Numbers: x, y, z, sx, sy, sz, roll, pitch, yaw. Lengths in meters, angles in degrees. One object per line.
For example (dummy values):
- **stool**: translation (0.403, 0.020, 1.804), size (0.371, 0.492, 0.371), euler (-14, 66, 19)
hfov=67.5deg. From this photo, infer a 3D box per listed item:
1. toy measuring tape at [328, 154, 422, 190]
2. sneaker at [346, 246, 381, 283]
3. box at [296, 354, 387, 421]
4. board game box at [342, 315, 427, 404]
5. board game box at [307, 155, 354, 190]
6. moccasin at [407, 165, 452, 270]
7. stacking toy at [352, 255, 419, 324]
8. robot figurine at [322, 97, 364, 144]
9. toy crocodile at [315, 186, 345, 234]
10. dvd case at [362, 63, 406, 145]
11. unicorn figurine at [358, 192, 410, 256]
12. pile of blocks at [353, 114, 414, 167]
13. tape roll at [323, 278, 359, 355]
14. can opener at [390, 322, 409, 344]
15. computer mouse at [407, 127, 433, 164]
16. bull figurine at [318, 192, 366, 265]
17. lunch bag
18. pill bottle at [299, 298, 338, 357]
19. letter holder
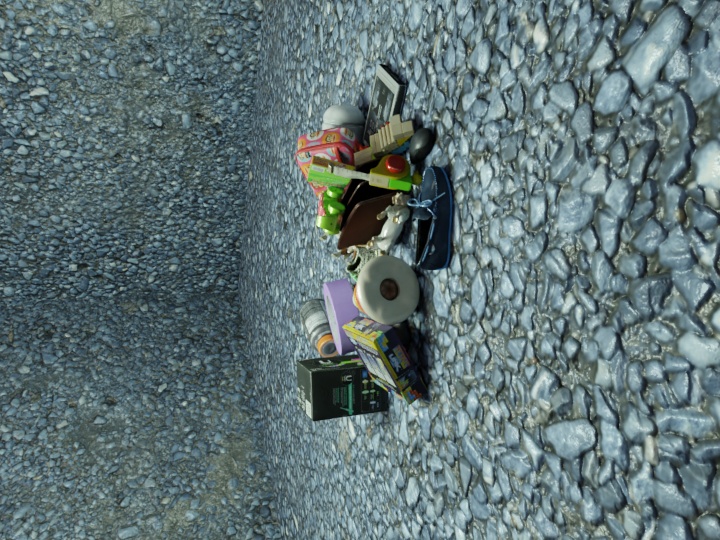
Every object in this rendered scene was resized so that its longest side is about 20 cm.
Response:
- **toy measuring tape**: translation (0.034, -0.216, 1.137), size (0.074, 0.198, 0.074), euler (12, -90, -87)
- **sneaker**: translation (0.000, 0.000, 1.370), size (0.077, 0.088, 0.201), euler (-111, 27, -42)
- **box**: translation (-0.049, 0.290, 1.363), size (0.148, 0.198, 0.126), euler (-174, 82, -69)
- **board game box**: translation (0.050, 0.192, 1.198), size (0.166, 0.056, 0.200), euler (62, 163, -13)
- **board game box**: translation (-0.073, -0.222, 1.249), size (0.200, 0.095, 0.030), euler (157, 126, -80)
- **moccasin**: translation (0.134, -0.101, 1.031), size (0.080, 0.068, 0.202), euler (165, 102, -69)
- **stacking toy**: translation (0.028, 0.055, 1.203), size (0.200, 0.145, 0.148), euler (155, 112, -64)
- **robot figurine**: translation (-0.047, -0.356, 1.439), size (0.170, 0.112, 0.202), euler (-52, -31, -67)
- **toy crocodile**: translation (-0.073, -0.142, 1.244), size (0.201, 0.061, 0.068), euler (-98, 21, -57)
- **dvd case**: translation (0.054, -0.370, 1.292), size (0.151, 0.025, 0.201), euler (-116, 32, -49)
- **unicorn figurine**: translation (0.058, -0.085, 1.199), size (0.074, 0.137, 0.200), euler (44, 114, 4)
- **pile of blocks**: translation (0.060, -0.289, 1.207), size (0.200, 0.082, 0.063), euler (-28, 64, 51)
- **tape roll**: translation (-0.048, 0.126, 1.477), size (0.200, 0.065, 0.202), euler (168, 90, -80)
- **can opener**: translation (0.070, 0.092, 1.268), size (0.067, 0.053, 0.201), euler (-35, 51, 27)
- **computer mouse**: translation (0.101, -0.245, 1.160), size (0.200, 0.034, 0.059), euler (137, 127, -64)
- **bull figurine**: translation (-0.050, -0.109, 1.384), size (0.065, 0.200, 0.122), euler (1, 50, 44)
- **lunch bag**: translation (-0.053, -0.265, 1.353), size (0.200, 0.175, 0.083), euler (59, -151, -53)
- **pill bottle**: translation (-0.120, 0.183, 1.684), size (0.200, 0.105, 0.107), euler (-121, 35, -53)
- **letter holder**: translation (0.000, -0.149, 1.242), size (0.101, 0.141, 0.200), euler (60, 153, 18)
